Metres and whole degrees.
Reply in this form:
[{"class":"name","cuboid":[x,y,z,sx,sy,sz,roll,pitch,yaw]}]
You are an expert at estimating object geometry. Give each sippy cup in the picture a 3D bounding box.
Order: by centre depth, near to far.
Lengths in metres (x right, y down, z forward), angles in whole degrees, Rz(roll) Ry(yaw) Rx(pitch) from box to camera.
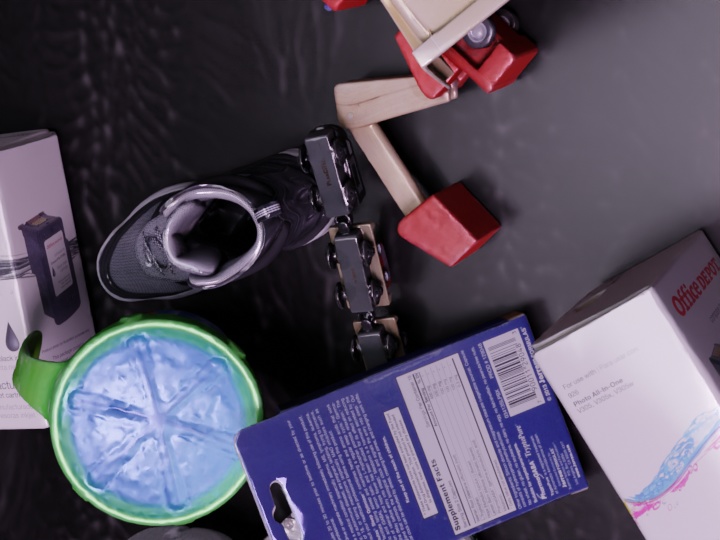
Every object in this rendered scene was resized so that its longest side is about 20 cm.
[{"class":"sippy cup","cuboid":[-0.129,0.085,0.996,0.140,0.130,0.178,-37,99,5]}]

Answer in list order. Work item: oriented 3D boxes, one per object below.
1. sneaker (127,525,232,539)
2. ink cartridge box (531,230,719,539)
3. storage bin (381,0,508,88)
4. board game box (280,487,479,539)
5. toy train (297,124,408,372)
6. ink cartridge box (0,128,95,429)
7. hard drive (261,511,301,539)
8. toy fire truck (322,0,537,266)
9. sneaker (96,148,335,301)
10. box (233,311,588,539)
[{"class":"sneaker","cuboid":[-0.086,0.245,1.019,0.200,0.076,0.105,13,120,35]},{"class":"ink cartridge box","cuboid":[0.198,0.092,0.853,0.087,0.145,0.200,-34,88,27]},{"class":"storage bin","cuboid":[0.090,-0.195,0.771,0.200,0.199,0.094,-39,88,8]},{"class":"board game box","cuboid":[0.037,0.211,1.000,0.105,0.023,0.200,-27,85,7]},{"class":"toy train","cuboid":[0.000,0.000,0.959,0.034,0.046,0.200,-7,113,18]},{"class":"ink cartridge box","cuboid":[-0.280,0.008,1.080,0.145,0.084,0.200,-4,102,24]},{"class":"hard drive","cuboid":[-0.054,0.274,1.075,0.140,0.038,0.200,47,116,6]},{"class":"toy fire truck","cuboid":[0.031,-0.117,0.928,0.200,0.049,0.141,44,118,9]},{"class":"sneaker","cuboid":[-0.114,-0.022,0.981,0.200,0.114,0.076,-21,94,27]},{"class":"box","cuboid":[0.030,0.117,0.943,0.200,0.032,0.121,-21,95,-8]}]
